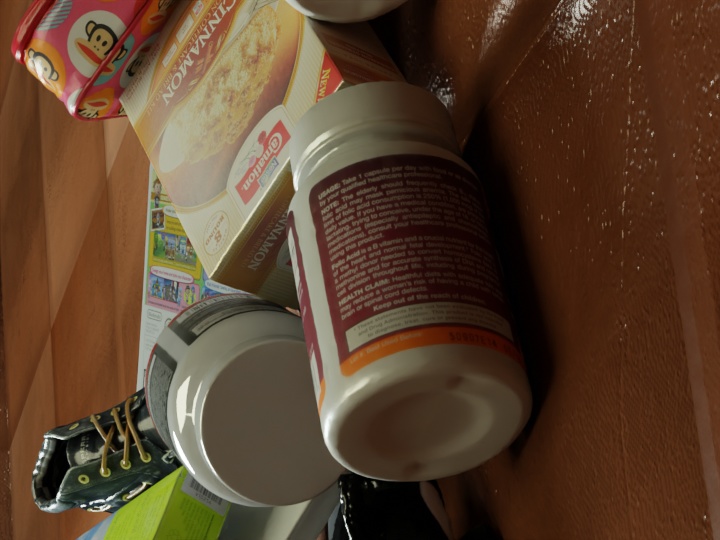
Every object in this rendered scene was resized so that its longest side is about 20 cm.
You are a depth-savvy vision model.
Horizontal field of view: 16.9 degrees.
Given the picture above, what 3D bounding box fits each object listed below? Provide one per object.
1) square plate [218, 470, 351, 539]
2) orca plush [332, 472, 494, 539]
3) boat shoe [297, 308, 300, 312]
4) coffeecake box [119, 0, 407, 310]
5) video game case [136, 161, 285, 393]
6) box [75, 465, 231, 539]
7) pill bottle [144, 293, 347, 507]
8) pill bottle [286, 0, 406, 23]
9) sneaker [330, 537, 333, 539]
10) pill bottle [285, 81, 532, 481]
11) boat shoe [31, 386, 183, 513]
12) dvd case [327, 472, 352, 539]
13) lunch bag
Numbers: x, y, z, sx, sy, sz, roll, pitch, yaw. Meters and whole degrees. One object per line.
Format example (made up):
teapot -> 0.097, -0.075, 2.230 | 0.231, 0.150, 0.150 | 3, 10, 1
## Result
square plate -> -0.073, 0.173, 1.573 | 0.201, 0.028, 0.198 | -60, 19, -9
orca plush -> 0.019, 0.129, 1.343 | 0.071, 0.104, 0.201 | 56, -140, -36
boat shoe -> 0.000, 0.003, 1.506 | 0.201, 0.063, 0.074 | -179, 92, -74
coffeecake box -> -0.058, -0.101, 1.506 | 0.154, 0.073, 0.200 | -54, 39, 21
video game case -> -0.101, 0.021, 1.648 | 0.200, 0.022, 0.184 | 12, 99, 62
box -> -0.166, 0.217, 1.615 | 0.200, 0.047, 0.123 | -37, 27, 50
pill bottle -> -0.064, 0.079, 1.452 | 0.200, 0.115, 0.117 | -157, 67, -78
pill bottle -> -0.022, -0.249, 1.485 | 0.201, 0.111, 0.113 | -109, 24, -49
sneaker -> 0.009, 0.225, 1.430 | 0.115, 0.076, 0.200 | -101, 27, -47
pill bottle -> 0.021, 0.003, 1.321 | 0.115, 0.113, 0.201 | 109, 156, -50
boat shoe -> -0.151, 0.115, 1.617 | 0.200, 0.090, 0.071 | -50, 47, 50
dvd case -> 0.007, 0.168, 1.549 | 0.150, 0.025, 0.202 | 141, 128, -71
lunch bag -> -0.132, -0.189, 1.623 | 0.176, 0.082, 0.200 | -50, -10, 15
